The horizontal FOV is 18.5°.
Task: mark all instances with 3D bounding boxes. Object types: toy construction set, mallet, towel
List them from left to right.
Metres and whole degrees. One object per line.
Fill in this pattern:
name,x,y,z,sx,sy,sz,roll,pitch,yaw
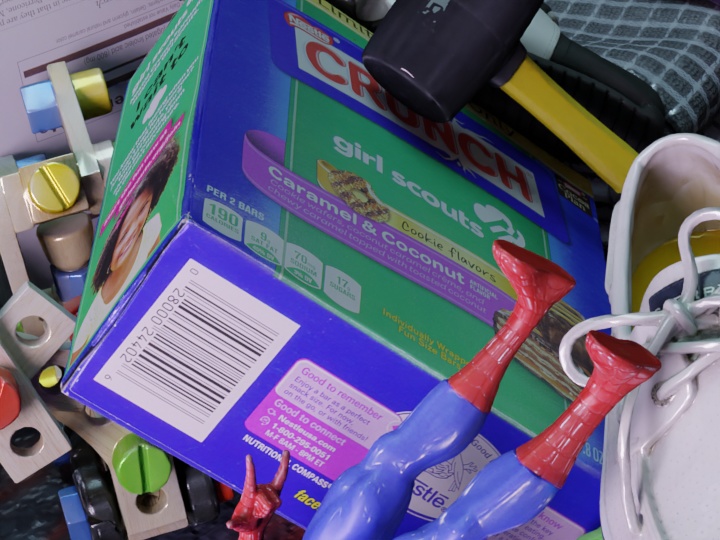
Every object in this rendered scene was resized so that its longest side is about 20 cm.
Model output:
toy construction set,-0.096,0.018,0.752,0.092,0.131,0.200,-10,23,5
towel,0.075,-0.089,0.937,0.200,0.086,0.166,8,34,27
mallet,0.094,-0.046,0.766,0.066,0.200,0.041,-60,22,-5

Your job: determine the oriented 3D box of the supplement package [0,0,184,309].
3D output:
supplement package,-0.132,-0.091,0.882,0.110,0.200,0.114,-24,35,-22

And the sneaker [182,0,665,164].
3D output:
sneaker,0.030,-0.110,0.820,0.200,0.074,0.089,26,66,2

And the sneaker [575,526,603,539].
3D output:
sneaker,0.151,0.096,0.630,0.200,0.077,0.084,-21,37,1

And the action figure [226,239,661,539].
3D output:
action figure,-0.005,0.085,0.591,0.065,0.200,0.052,44,15,32

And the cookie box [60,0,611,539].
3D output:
cookie box,0.000,0.000,0.728,0.171,0.075,0.200,32,26,-18

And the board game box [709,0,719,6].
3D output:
board game box,0.226,-0.109,0.901,0.200,0.032,0.120,30,36,13

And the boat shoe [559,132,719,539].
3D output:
boat shoe,0.097,0.024,0.614,0.075,0.086,0.202,-11,34,14
